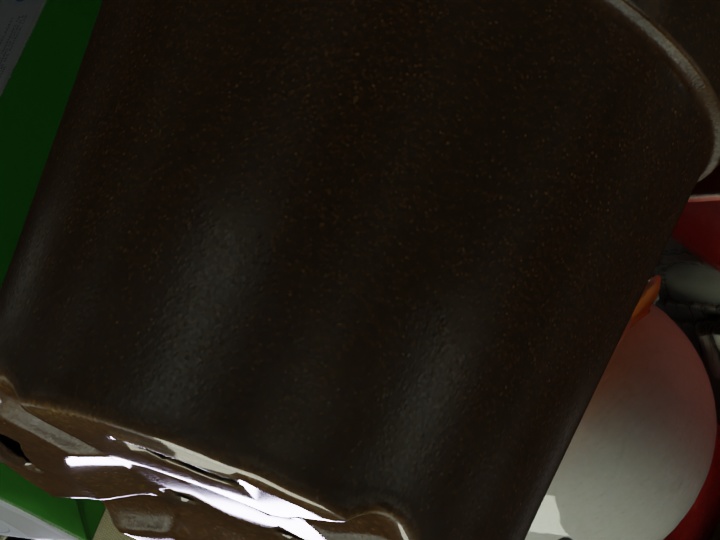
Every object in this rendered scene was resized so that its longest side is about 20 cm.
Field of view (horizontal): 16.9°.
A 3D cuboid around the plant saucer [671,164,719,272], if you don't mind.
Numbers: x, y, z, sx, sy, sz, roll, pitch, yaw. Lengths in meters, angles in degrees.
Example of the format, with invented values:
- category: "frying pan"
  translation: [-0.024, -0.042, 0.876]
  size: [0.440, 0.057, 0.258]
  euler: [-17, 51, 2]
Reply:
- category: "plant saucer"
  translation: [0.219, 0.008, 0.741]
  size: [0.200, 0.037, 0.200]
  euler: [33, 161, -31]

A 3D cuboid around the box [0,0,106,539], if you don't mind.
- category: "box"
  translation: [-0.133, -0.022, 0.807]
  size: [0.097, 0.200, 0.176]
  euler: [33, 159, -31]

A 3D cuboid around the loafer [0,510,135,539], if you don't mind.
- category: "loafer"
  translation: [-0.102, 0.100, 1.079]
  size: [0.200, 0.068, 0.076]
  euler: [-18, 149, 12]

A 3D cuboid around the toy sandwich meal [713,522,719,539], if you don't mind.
- category: "toy sandwich meal"
  translation: [0.098, 0.150, 1.078]
  size: [0.205, 0.205, 0.070]
  euler: [5, 115, 44]

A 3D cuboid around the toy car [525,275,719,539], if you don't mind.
- category: "toy car"
  translation: [0.052, 0.073, 0.782]
  size: [0.184, 0.177, 0.200]
  euler: [38, 162, 17]

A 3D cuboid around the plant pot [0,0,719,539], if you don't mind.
- category: "plant pot"
  translation: [-0.003, -0.019, 0.662]
  size: [0.200, 0.198, 0.200]
  euler: [21, 164, 6]

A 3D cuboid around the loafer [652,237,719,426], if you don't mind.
- category: "loafer"
  translation: [0.155, 0.042, 0.876]
  size: [0.072, 0.063, 0.200]
  euler: [9, 159, 35]
